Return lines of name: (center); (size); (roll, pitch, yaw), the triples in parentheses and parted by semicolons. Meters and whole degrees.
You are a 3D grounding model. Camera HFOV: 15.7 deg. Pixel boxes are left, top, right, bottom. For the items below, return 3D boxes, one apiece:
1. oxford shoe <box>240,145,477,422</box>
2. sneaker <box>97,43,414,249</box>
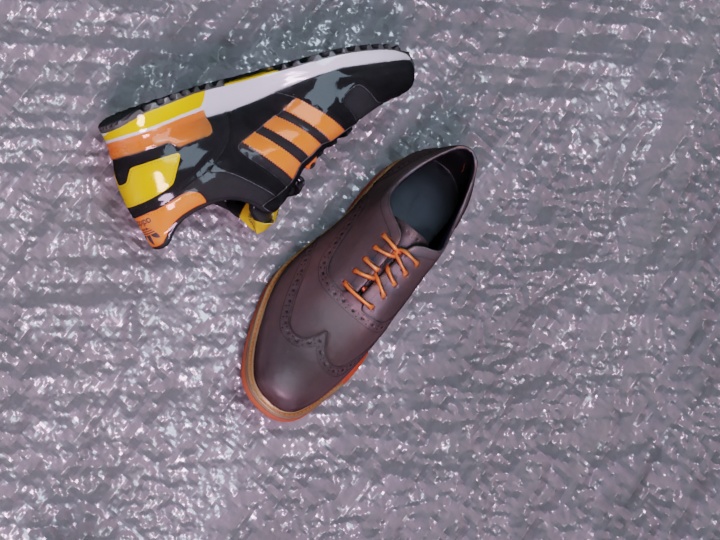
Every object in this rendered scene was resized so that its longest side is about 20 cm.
oxford shoe: (0.000, 0.000, 1.489); (0.071, 0.072, 0.200); (39, 62, -9)
sneaker: (-0.052, -0.071, 1.501); (0.199, 0.070, 0.091); (-17, 95, -28)
